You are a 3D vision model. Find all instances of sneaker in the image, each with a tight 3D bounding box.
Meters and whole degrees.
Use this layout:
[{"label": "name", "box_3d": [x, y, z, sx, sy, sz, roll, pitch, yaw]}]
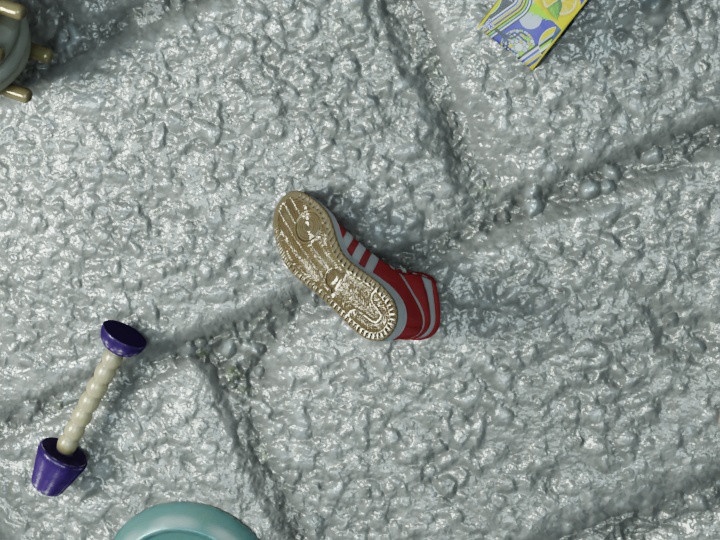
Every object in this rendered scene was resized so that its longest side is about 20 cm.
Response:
[{"label": "sneaker", "box_3d": [0.000, 0.000, 1.717, 0.071, 0.112, 0.200, -52, 59, 20]}]

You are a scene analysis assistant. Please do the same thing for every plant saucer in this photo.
[{"label": "plant saucer", "box_3d": [-0.187, 0.347, 1.853, 0.200, 0.027, 0.201, 3, 104, 11]}]

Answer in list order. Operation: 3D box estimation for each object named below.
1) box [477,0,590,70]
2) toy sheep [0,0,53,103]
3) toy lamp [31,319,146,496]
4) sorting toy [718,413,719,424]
[{"label": "box", "box_3d": [0.198, -0.287, 1.600, 0.070, 0.064, 0.200, 38, 107, 1]}, {"label": "toy sheep", "box_3d": [-0.384, -0.229, 1.681, 0.137, 0.200, 0.138, -2, 65, 5]}, {"label": "toy lamp", "box_3d": [-0.290, 0.150, 1.812, 0.058, 0.058, 0.200, 31, 108, 3]}, {"label": "sorting toy", "box_3d": [0.481, 0.141, 1.639, 0.199, 0.070, 0.200, 46, 108, -1]}]
